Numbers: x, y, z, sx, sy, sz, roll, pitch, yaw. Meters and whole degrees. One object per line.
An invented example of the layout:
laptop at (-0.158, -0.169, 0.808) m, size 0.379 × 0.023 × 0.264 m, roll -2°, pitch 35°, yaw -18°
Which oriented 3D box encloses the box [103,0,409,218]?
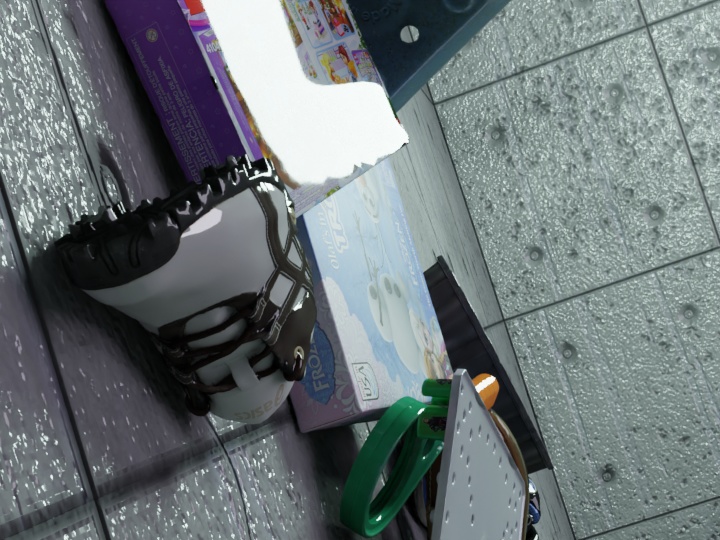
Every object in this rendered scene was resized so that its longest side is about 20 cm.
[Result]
box at (-0.046, -0.103, 0.681) m, size 0.138 × 0.039 × 0.200 m, roll 66°, pitch 25°, yaw -7°

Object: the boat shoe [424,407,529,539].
boat shoe at (0.081, 0.192, 0.902) m, size 0.074 × 0.074 × 0.203 m, roll -59°, pitch 141°, yaw -66°

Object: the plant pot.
plant pot at (0.014, -0.216, 0.866) m, size 0.195 × 0.196 × 0.201 m, roll 40°, pitch 29°, yaw -18°

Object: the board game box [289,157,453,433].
board game box at (-0.010, -0.008, 0.798) m, size 0.199 × 0.043 × 0.203 m, roll 7°, pitch 65°, yaw -69°

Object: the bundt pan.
bundt pan at (0.083, 0.092, 1.100) m, size 0.204 × 0.075 × 0.202 m, roll 62°, pitch 3°, yaw -5°

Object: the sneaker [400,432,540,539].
sneaker at (0.088, 0.166, 1.003) m, size 0.201 × 0.088 × 0.079 m, roll 60°, pitch 14°, yaw -45°

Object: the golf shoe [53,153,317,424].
golf shoe at (-0.049, 0.012, 0.495) m, size 0.200 × 0.077 × 0.096 m, roll -4°, pitch 75°, yaw -80°

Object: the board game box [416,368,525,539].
board game box at (0.057, 0.187, 0.747) m, size 0.200 × 0.025 × 0.203 m, roll 58°, pitch 37°, yaw -57°

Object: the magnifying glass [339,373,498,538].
magnifying glass at (0.041, 0.101, 0.785) m, size 0.200 × 0.022 × 0.081 m, roll -27°, pitch 137°, yaw -63°
